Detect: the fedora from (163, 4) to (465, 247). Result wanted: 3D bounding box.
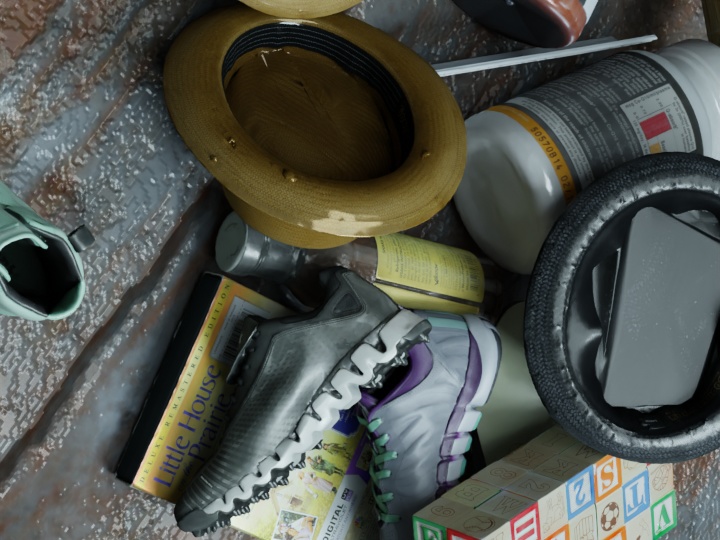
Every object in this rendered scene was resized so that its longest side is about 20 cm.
[{"bbox_3d":[-0.034,-0.078,1.193,0.200,0.201,0.082,-12,144,-30],"label":"fedora"}]

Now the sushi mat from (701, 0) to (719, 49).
[{"bbox_3d":[0.235,-0.254,1.355,0.012,0.096,0.201,-12,88,-2],"label":"sushi mat"}]

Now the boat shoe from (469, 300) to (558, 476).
[{"bbox_3d":[0.109,0.115,1.348,0.071,0.063,0.201,-2,102,-4],"label":"boat shoe"}]

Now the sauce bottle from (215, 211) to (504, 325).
[{"bbox_3d":[0.000,0.000,1.273,0.200,0.065,0.065,16,87,-33],"label":"sauce bottle"}]

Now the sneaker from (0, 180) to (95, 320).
[{"bbox_3d":[-0.231,-0.048,1.092,0.200,0.118,0.074,46,73,-26],"label":"sneaker"}]

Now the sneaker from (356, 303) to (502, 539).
[{"bbox_3d":[0.023,0.118,1.267,0.087,0.074,0.201,15,90,-20],"label":"sneaker"}]

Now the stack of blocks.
[{"bbox_3d":[0.125,0.176,1.275,0.200,0.058,0.115,-27,119,-40],"label":"stack of blocks"}]

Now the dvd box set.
[{"bbox_3d":[-0.047,0.106,1.275,0.200,0.029,0.147,27,82,-32],"label":"dvd box set"}]

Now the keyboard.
[{"bbox_3d":[0.109,-0.144,1.329,0.200,0.056,0.011,-13,101,-30],"label":"keyboard"}]

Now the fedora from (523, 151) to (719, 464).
[{"bbox_3d":[0.190,0.022,1.271,0.200,0.092,0.201,-1,94,-7],"label":"fedora"}]

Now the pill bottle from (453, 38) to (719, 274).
[{"bbox_3d":[0.168,-0.084,1.338,0.200,0.116,0.117,-24,108,-27],"label":"pill bottle"}]

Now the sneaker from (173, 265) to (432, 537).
[{"bbox_3d":[-0.054,0.076,1.213,0.200,0.066,0.091,-45,81,1],"label":"sneaker"}]

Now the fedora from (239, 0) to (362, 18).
[{"bbox_3d":[-0.047,-0.254,1.203,0.200,0.082,0.201,-3,96,-33],"label":"fedora"}]

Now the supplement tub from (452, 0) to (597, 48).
[{"bbox_3d":[0.140,-0.257,1.306,0.107,0.107,0.200,33,79,-30],"label":"supplement tub"}]
